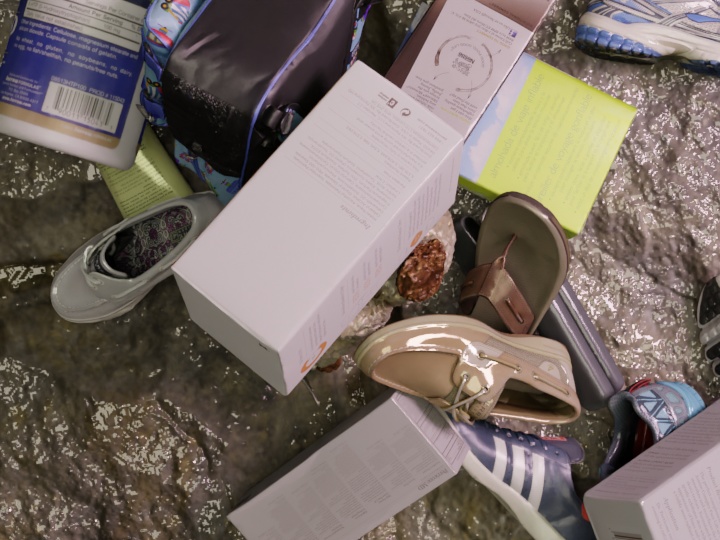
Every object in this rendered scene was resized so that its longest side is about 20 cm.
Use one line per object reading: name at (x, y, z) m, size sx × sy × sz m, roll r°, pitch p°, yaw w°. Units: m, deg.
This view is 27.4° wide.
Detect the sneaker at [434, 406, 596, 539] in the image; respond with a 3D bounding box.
sneaker at (0.135, 0.155, 1.254) m, size 0.085 × 0.075 × 0.200 m, roll -45°, pitch 101°, yaw -2°

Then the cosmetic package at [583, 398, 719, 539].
cosmetic package at (0.280, 0.175, 1.169) m, size 0.200 × 0.074 × 0.102 m, roll -27°, pitch 102°, yaw -31°

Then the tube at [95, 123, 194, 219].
tube at (-0.195, -0.097, 1.236) m, size 0.052 × 0.058 × 0.200 m, roll -34°, pitch 98°, yaw -30°

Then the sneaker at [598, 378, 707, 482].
sneaker at (0.229, 0.189, 1.223) m, size 0.095 × 0.079 × 0.200 m, roll 10°, pitch 78°, yaw -36°

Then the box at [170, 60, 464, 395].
box at (-0.027, -0.027, 1.050) m, size 0.097 × 0.124 × 0.200 m, roll 38°, pitch 75°, yaw 12°

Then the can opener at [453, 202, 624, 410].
can opener at (0.152, 0.029, 1.255) m, size 0.066 × 0.053 × 0.200 m, roll -32°, pitch 94°, yaw 37°

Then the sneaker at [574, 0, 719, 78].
sneaker at (0.281, -0.208, 1.216) m, size 0.200 × 0.077 × 0.085 m, roll 9°, pitch 91°, yaw -2°

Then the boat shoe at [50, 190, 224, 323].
boat shoe at (-0.188, -0.009, 1.197) m, size 0.200 × 0.068 × 0.072 m, roll -19°, pitch 80°, yaw 30°

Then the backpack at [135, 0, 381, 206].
backpack at (-0.081, -0.144, 1.123) m, size 0.134 × 0.200 × 0.183 m, roll 28°, pitch 64°, yaw 8°

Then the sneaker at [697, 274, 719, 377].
sneaker at (0.360, 0.086, 1.253) m, size 0.081 × 0.075 × 0.200 m, roll -30°, pitch 85°, yaw -31°

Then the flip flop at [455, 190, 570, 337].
flip flop at (0.109, 0.028, 1.209) m, size 0.081 × 0.058 × 0.200 m, roll 31°, pitch 122°, yaw 13°

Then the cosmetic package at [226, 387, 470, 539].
cosmetic package at (-0.012, 0.176, 1.225) m, size 0.200 × 0.051 × 0.083 m, roll -38°, pitch 94°, yaw 28°

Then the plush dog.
plush dog at (0.000, 0.000, 1.201) m, size 0.172 × 0.200 × 0.160 m, roll -32°, pitch 129°, yaw 12°

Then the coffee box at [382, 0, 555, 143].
coffee box at (0.085, -0.179, 1.146) m, size 0.080 × 0.113 × 0.200 m, roll 33°, pitch 79°, yaw -1°

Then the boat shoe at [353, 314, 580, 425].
boat shoe at (0.089, 0.085, 1.170) m, size 0.200 × 0.065 × 0.072 m, roll 11°, pitch 136°, yaw -30°

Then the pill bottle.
pill bottle at (-0.204, -0.188, 1.140) m, size 0.120 × 0.120 × 0.200 m, roll 18°, pitch 91°, yaw -2°

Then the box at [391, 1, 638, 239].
box at (0.113, -0.123, 1.223) m, size 0.200 × 0.048 × 0.122 m, roll 26°, pitch 82°, yaw -2°
